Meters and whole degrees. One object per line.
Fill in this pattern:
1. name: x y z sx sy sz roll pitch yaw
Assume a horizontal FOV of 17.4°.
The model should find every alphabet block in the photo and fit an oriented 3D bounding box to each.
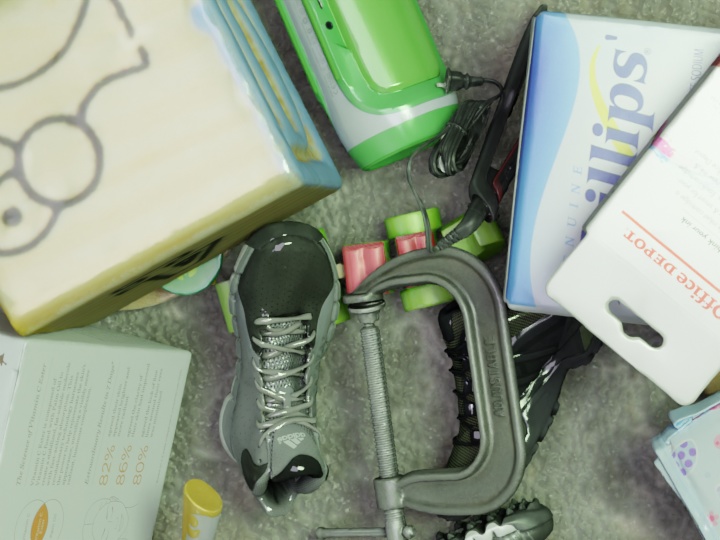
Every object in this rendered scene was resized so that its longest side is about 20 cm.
1. alphabet block: -0.149 -0.090 1.478 0.199 0.196 0.196 -27 86 7

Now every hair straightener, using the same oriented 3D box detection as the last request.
1. hair straightener: 0.080 -0.096 1.528 0.077 0.041 0.200 27 65 6

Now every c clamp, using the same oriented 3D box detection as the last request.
1. c clamp: 0.030 0.084 1.526 0.170 0.027 0.201 1 97 36

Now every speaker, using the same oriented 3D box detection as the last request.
1. speaker: -0.005 -0.171 1.561 0.088 0.088 0.201 -23 88 8

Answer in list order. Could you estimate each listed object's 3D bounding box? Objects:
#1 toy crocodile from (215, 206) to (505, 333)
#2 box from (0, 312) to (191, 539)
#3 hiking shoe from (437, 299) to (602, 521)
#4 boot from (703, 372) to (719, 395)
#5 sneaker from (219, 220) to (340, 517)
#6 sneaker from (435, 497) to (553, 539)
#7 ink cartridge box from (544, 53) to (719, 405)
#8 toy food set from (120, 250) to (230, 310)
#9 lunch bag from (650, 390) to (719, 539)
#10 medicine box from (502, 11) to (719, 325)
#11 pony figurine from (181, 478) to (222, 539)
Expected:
1. toy crocodile: 0.000 0.000 1.574 0.199 0.062 0.068 -12 89 8
2. box: -0.217 0.110 1.526 0.106 0.200 0.153 14 92 27
3. hiking shoe: 0.086 0.067 1.550 0.100 0.076 0.201 31 96 -1
4. boot: 0.248 -0.048 1.526 0.175 0.066 0.201 -31 88 13
5. sneaker: -0.043 0.075 1.517 0.075 0.116 0.201 -4 127 -14
6. sneaker: 0.054 0.228 1.570 0.200 0.066 0.091 -33 89 11
7. ink cartridge box: 0.208 -0.034 1.362 0.116 0.067 0.200 40 95 0
8. toy food set: -0.164 -0.073 1.602 0.197 0.049 0.201 1 91 8
9. lunch bag: 0.298 0.145 1.484 0.169 0.127 0.200 -30 103 6
10. medicine box: 0.195 -0.059 1.446 0.199 0.103 0.183 6 95 3
11. pony figurine: -0.101 0.260 1.527 0.193 0.166 0.200 42 129 7
